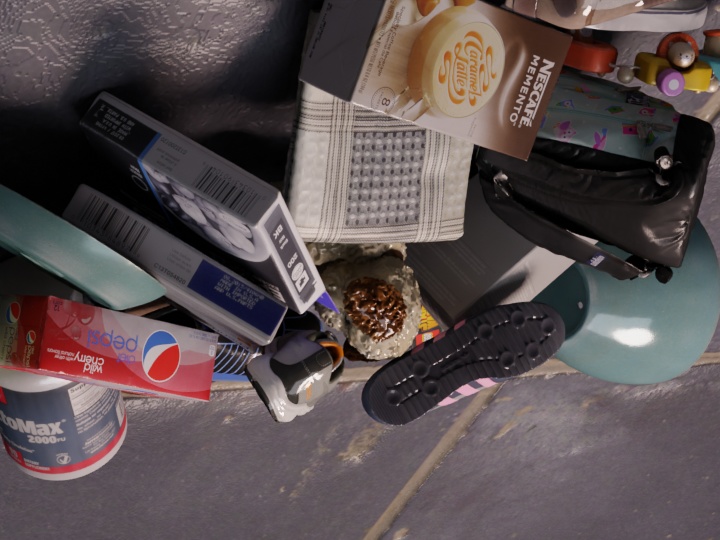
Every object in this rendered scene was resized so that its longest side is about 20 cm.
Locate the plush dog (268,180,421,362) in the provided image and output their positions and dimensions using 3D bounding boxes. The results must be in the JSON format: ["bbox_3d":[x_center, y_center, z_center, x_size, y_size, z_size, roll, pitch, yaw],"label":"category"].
[{"bbox_3d":[0.000,0.000,1.642,0.160,0.172,0.200,-22,166,-3],"label":"plush dog"}]

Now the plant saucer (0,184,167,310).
[{"bbox_3d":[-0.250,-0.019,1.477,0.036,0.200,0.200,-60,148,-8],"label":"plant saucer"}]

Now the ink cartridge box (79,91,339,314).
[{"bbox_3d":[-0.123,-0.041,1.513,0.043,0.198,0.200,-52,151,-16],"label":"ink cartridge box"}]

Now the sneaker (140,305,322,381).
[{"bbox_3d":[-0.125,0.062,1.724,0.199,0.070,0.078,-10,153,-20],"label":"sneaker"}]

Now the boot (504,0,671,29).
[{"bbox_3d":[0.177,-0.288,1.418,0.146,0.201,0.070,4,-168,16],"label":"boot"}]

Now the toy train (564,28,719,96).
[{"bbox_3d":[0.259,-0.196,1.611,0.199,0.150,0.056,-5,111,-39],"label":"toy train"}]

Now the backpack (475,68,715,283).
[{"bbox_3d":[0.204,-0.093,1.612,0.199,0.127,0.167,17,140,13],"label":"backpack"}]

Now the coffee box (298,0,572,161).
[{"bbox_3d":[0.063,-0.173,1.475,0.199,0.080,0.115,13,101,-40],"label":"coffee box"}]

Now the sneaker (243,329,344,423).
[{"bbox_3d":[-0.046,0.087,1.644,0.079,0.074,0.200,-30,-178,6],"label":"sneaker"}]

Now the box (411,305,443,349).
[{"bbox_3d":[0.107,0.000,1.873,0.136,0.040,0.200,-17,149,-6],"label":"box"}]

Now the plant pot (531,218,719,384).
[{"bbox_3d":[0.235,0.019,1.808,0.134,0.201,0.200,-5,147,-42],"label":"plant pot"}]

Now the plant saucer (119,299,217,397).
[{"bbox_3d":[-0.172,0.055,1.786,0.200,0.037,0.201,-15,148,-10],"label":"plant saucer"}]

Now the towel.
[{"bbox_3d":[0.026,-0.119,1.539,0.192,0.035,0.201,0,106,-32],"label":"towel"}]

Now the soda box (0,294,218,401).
[{"bbox_3d":[-0.217,0.068,1.571,0.070,0.064,0.200,1,170,42],"label":"soda box"}]

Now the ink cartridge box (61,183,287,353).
[{"bbox_3d":[-0.158,0.002,1.549,0.041,0.199,0.200,-60,-176,-8],"label":"ink cartridge box"}]

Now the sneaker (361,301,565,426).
[{"bbox_3d":[0.089,0.081,1.675,0.199,0.070,0.082,-21,-179,-13],"label":"sneaker"}]

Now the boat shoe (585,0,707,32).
[{"bbox_3d":[0.234,-0.242,1.542,0.200,0.071,0.070,-8,114,-47],"label":"boat shoe"}]

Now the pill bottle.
[{"bbox_3d":[-0.286,0.086,1.669,0.119,0.120,0.201,-16,135,-10],"label":"pill bottle"}]

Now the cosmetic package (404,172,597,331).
[{"bbox_3d":[0.137,-0.033,1.724,0.200,0.107,0.090,-37,150,-7],"label":"cosmetic package"}]
